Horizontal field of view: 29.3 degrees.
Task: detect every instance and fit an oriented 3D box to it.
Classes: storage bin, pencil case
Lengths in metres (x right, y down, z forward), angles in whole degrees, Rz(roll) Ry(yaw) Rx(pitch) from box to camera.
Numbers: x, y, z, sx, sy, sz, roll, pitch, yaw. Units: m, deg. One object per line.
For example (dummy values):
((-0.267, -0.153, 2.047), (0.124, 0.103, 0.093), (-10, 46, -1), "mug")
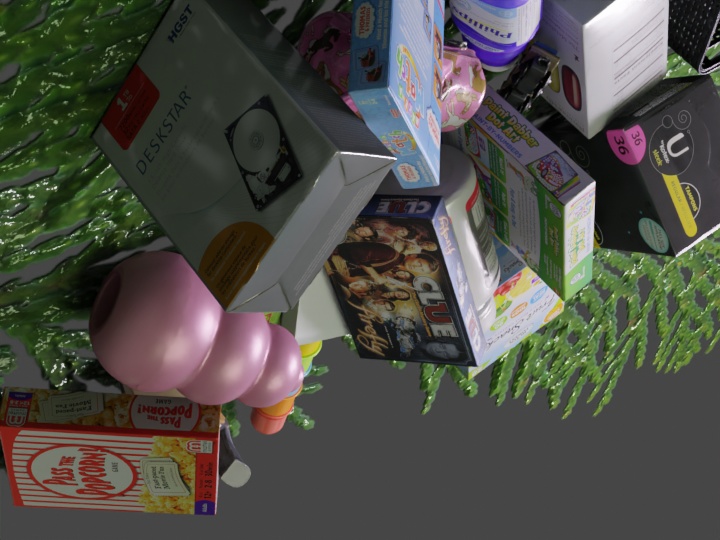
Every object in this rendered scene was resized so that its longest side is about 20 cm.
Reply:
((0.395, -0.324, 1.460), (0.135, 0.094, 0.200), (-29, 152, -24), "storage bin")
((0.028, -0.173, 1.213), (0.082, 0.087, 0.200), (-6, 176, 37), "pencil case")

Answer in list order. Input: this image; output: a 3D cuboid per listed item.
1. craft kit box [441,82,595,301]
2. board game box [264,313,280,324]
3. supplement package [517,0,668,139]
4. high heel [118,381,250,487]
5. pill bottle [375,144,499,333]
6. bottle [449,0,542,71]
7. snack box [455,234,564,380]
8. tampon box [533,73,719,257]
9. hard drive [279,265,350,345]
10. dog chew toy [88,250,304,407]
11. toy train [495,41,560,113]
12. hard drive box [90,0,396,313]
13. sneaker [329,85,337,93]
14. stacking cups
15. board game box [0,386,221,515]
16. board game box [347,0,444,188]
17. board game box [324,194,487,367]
((0.151, -0.087, 1.375), (0.048, 0.198, 0.200), (-35, 154, -11), "craft kit box")
((-0.115, 0.003, 1.323), (0.101, 0.048, 0.200), (-20, 146, -36), "board game box")
((0.221, -0.241, 1.329), (0.109, 0.114, 0.200), (-39, 153, -8), "supplement package")
((-0.200, 0.133, 1.416), (0.071, 0.143, 0.200), (-42, 119, -4), "high heel")
((0.082, -0.021, 1.415), (0.110, 0.111, 0.201), (-33, 132, -16), "pill bottle")
((0.121, -0.237, 1.233), (0.065, 0.083, 0.200), (-59, 168, -9), "bottle")
((0.181, 0.030, 1.738), (0.168, 0.068, 0.200), (-35, 155, -14), "snack box")
((0.298, -0.113, 1.484), (0.126, 0.150, 0.200), (-32, -165, -18), "tampon box")
((0.000, 0.000, 1.439), (0.199, 0.027, 0.133), (-10, 113, -47), "hard drive")
((-0.139, 0.063, 1.236), (0.199, 0.125, 0.125), (24, 117, -26), "dog chew toy")
((0.155, -0.177, 1.356), (0.046, 0.034, 0.200), (-64, -176, -16), "toy train")
((-0.092, -0.091, 1.040), (0.077, 0.200, 0.156), (1, 131, -53), "hard drive box")
((-0.070, -0.095, 1.142), (0.118, 0.074, 0.200), (-5, 168, -1), "sneaker")
((-0.084, 0.107, 1.523), (0.060, 0.061, 0.200), (-23, 153, -33), "stacking cups")
((-0.233, 0.173, 1.306), (0.199, 0.046, 0.152), (3, 142, -4), "board game box")
((0.032, -0.188, 1.080), (0.036, 0.201, 0.151), (-5, 154, 16), "board game box")
((0.038, 0.011, 1.359), (0.035, 0.135, 0.201), (-63, 145, -40), "board game box")
